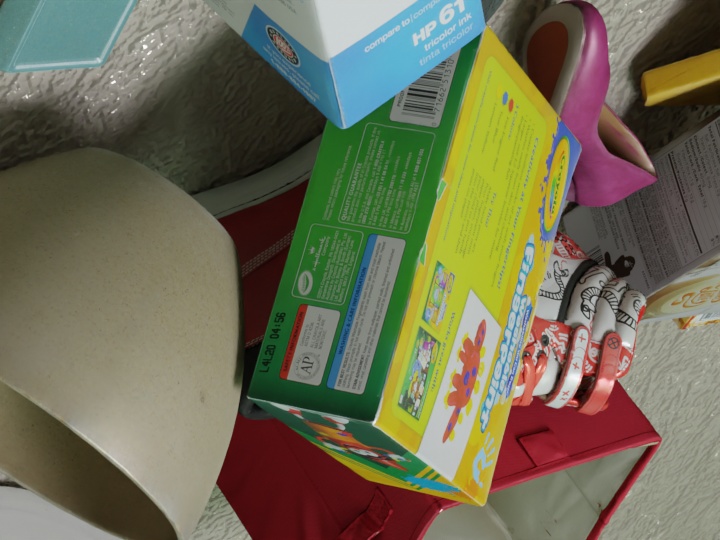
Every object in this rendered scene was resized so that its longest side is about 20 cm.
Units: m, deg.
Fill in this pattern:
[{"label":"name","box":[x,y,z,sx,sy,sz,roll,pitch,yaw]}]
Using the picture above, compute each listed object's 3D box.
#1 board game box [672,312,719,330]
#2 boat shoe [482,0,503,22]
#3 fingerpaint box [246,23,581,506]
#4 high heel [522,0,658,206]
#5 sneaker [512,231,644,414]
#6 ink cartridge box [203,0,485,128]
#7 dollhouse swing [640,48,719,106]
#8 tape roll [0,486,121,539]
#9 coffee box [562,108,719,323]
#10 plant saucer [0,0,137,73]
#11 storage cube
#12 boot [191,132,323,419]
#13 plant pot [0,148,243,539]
[{"label":"board game box","box":[0.303,-0.050,1.773,0.151,0.046,0.200,-7,141,-42]},{"label":"boat shoe","box":[0.033,-0.167,1.280,0.074,0.065,0.202,-45,159,-11]},{"label":"fingerpaint box","box":[0.030,-0.003,1.296,0.167,0.073,0.200,40,63,-62]},{"label":"high heel","box":[0.138,-0.097,1.475,0.096,0.068,0.200,-6,159,-10]},{"label":"sneaker","box":[0.085,0.049,1.457,0.201,0.108,0.067,-47,166,-46]},{"label":"ink cartridge box","box":[-0.033,-0.178,1.052,0.085,0.145,0.200,-36,145,-14]},{"label":"dollhouse swing","box":[0.273,-0.184,1.543,0.200,0.176,0.182,-5,98,-44]},{"label":"tape roll","box":[-0.205,0.240,1.483,0.202,0.203,0.139,-7,140,-43]},{"label":"coffee box","box":[0.228,-0.038,1.588,0.114,0.080,0.200,-8,164,-32]},{"label":"plant saucer","box":[-0.105,-0.162,1.168,0.070,0.019,0.200,-8,142,-42]},{"label":"storage cube","box":[0.036,0.104,1.568,0.200,0.180,0.171,-13,145,-35]},{"label":"boot","box":[0.000,0.000,1.402,0.200,0.144,0.072,-27,151,-17]},{"label":"plant pot","box":[-0.133,0.022,1.253,0.135,0.200,0.200,-57,157,-17]}]
